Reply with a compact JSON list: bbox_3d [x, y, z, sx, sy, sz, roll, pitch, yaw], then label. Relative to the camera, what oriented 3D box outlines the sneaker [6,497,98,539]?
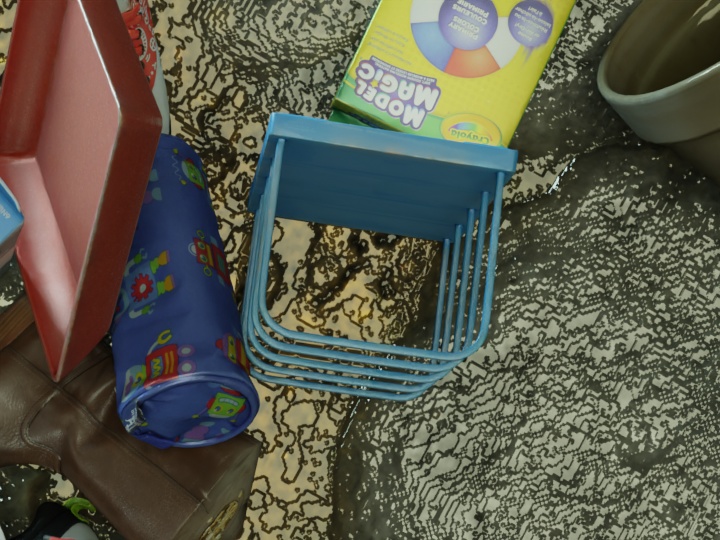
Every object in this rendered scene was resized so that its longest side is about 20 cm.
[{"bbox_3d":[-0.239,0.214,1.211,0.199,0.072,0.083,-34,60,-4],"label":"sneaker"}]

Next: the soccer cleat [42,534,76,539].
[{"bbox_3d":[-0.131,0.225,1.156,0.085,0.201,0.069,20,64,37],"label":"soccer cleat"}]

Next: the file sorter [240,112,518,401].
[{"bbox_3d":[0.000,0.000,1.156,0.137,0.200,0.124,9,79,-5],"label":"file sorter"}]

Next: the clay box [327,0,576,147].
[{"bbox_3d":[0.063,-0.146,1.252,0.114,0.048,0.201,25,84,-3],"label":"clay box"}]

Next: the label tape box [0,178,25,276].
[{"bbox_3d":[-0.266,-0.051,1.136,0.066,0.200,0.143,-42,92,-15],"label":"label tape box"}]

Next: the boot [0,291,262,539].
[{"bbox_3d":[-0.176,0.131,1.176,0.199,0.064,0.187,35,82,18],"label":"boot"}]

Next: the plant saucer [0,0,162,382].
[{"bbox_3d":[-0.163,-0.075,1.125,0.036,0.201,0.200,-2,44,-24],"label":"plant saucer"}]

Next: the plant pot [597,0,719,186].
[{"bbox_3d":[0.276,-0.111,1.215,0.200,0.200,0.174,-45,108,-6],"label":"plant pot"}]

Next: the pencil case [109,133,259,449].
[{"bbox_3d":[-0.116,0.015,1.167,0.087,0.078,0.201,-33,50,22],"label":"pencil case"}]

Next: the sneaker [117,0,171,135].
[{"bbox_3d":[-0.158,-0.155,1.200,0.067,0.108,0.203,-9,89,-6],"label":"sneaker"}]

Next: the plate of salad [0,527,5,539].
[{"bbox_3d":[-0.282,0.198,1.136,0.198,0.048,0.202,-3,85,28],"label":"plate of salad"}]
